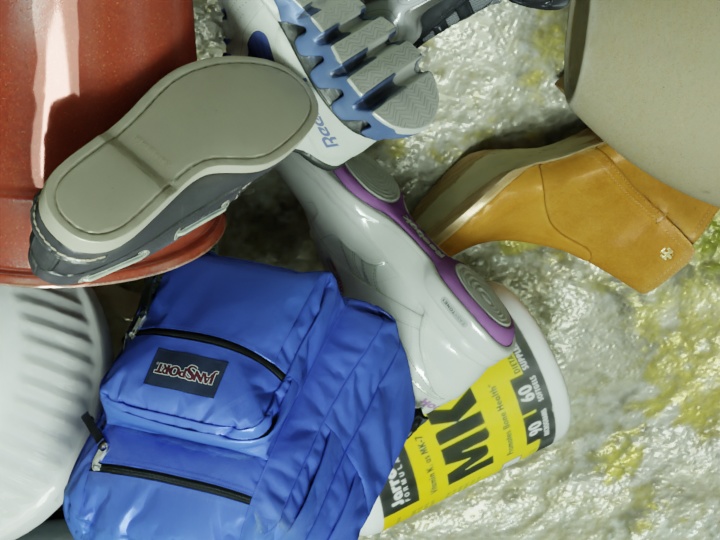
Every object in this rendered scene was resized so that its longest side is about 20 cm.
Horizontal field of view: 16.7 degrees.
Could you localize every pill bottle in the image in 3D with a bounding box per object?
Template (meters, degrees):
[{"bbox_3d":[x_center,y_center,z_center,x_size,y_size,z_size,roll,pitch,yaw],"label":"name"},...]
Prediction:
[{"bbox_3d":[0.022,0.097,1.545,0.200,0.114,0.114,-26,125,-14],"label":"pill bottle"}]

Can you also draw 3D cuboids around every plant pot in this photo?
[{"bbox_3d":[0.192,-0.135,1.426,0.134,0.200,0.201,6,121,-3],"label":"plant pot"},{"bbox_3d":[-0.172,-0.119,1.361,0.200,0.201,0.196,-2,114,-11],"label":"plant pot"}]

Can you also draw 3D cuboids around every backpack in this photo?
[{"bbox_3d":[-0.081,0.099,1.378,0.162,0.200,0.168,8,146,26],"label":"backpack"}]

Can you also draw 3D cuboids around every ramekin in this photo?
[{"bbox_3d":[-0.254,0.060,1.423,0.200,0.200,0.105,-34,156,10],"label":"ramekin"}]

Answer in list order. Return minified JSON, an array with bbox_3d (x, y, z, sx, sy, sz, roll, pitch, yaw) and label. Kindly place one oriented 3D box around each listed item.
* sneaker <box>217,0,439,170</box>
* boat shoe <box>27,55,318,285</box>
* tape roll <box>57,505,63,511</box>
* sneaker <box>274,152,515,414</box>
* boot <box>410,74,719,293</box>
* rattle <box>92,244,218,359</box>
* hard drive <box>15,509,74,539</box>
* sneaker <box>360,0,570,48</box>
[{"bbox_3d":[-0.055,-0.134,1.396,0.115,0.081,0.200,-38,85,40],"label":"sneaker"},{"bbox_3d":[-0.102,-0.053,1.300,0.073,0.200,0.063,46,137,10],"label":"boat shoe"},{"bbox_3d":[-0.162,0.220,1.545,0.200,0.085,0.200,0,98,-1],"label":"tape roll"},{"bbox_3d":[0.000,0.000,1.478,0.100,0.200,0.075,-47,162,22],"label":"sneaker"},{"bbox_3d":[0.130,-0.028,1.540,0.201,0.071,0.144,-42,114,7],"label":"boot"},{"bbox_3d":[-0.162,0.063,1.480,0.200,0.143,0.130,-8,115,17],"label":"rattle"},{"bbox_3d":[-0.119,0.210,1.476,0.200,0.033,0.140,-5,99,5],"label":"hard drive"},{"bbox_3d":[0.055,-0.163,1.440,0.114,0.076,0.200,8,139,-37],"label":"sneaker"}]
